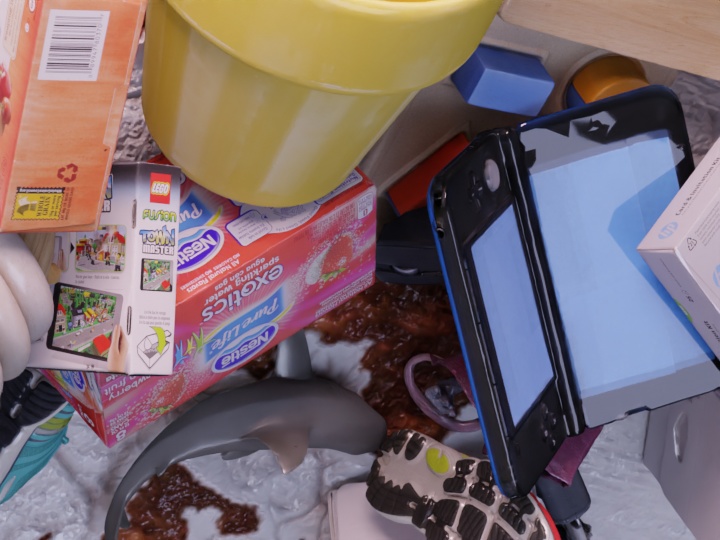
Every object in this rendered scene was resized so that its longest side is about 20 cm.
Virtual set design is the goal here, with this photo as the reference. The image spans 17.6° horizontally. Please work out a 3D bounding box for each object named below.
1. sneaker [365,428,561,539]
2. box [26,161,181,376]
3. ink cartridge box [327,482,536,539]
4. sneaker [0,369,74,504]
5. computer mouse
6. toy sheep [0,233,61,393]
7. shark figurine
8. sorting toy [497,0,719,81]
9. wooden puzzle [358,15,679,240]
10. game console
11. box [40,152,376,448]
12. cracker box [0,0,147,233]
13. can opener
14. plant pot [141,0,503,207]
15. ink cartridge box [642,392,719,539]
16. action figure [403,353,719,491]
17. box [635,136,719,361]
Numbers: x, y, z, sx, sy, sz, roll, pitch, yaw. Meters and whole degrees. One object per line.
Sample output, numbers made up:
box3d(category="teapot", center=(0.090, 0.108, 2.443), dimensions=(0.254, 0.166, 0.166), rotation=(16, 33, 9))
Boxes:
box3d(category="sneaker", center=(0.084, 0.156, 1.495), dimensions=(0.085, 0.200, 0.077), rotation=(21, 98, -33))
box3d(category="box", center=(-0.182, -0.002, 1.254), dimensions=(0.035, 0.199, 0.111), rotation=(5, 88, -52))
box3d(category="ink cartridge box", center=(0.057, 0.243, 1.633), dimensions=(0.144, 0.084, 0.201), rotation=(-5, 129, 0))
box3d(category="sneaker", center=(-0.204, 0.078, 1.421), dimensions=(0.200, 0.078, 0.080), rotation=(-49, 160, 8))
box3d(category="computer mouse", center=(0.000, 0.000, 1.447), dimensions=(0.199, 0.034, 0.059), rotation=(-14, 149, 3))
box3d(category="toy sheep", center=(-0.231, 0.022, 1.167), dimensions=(0.200, 0.137, 0.138), rotation=(-44, 136, -22))
box3d(category="shark figurine", center=(-0.078, 0.117, 1.493), dimensions=(0.213, 0.090, 0.129), rotation=(-22, 130, -13))
box3d(category="sorting toy", center=(0.189, -0.227, 1.374), dimensions=(0.199, 0.070, 0.200), rotation=(11, 119, -33))
box3d(category="wooden puzzle", center=(0.104, -0.086, 1.455), dimensions=(0.184, 0.046, 0.201), rotation=(9, 120, -32))
box3d(category="game console", center=(0.135, 0.011, 1.389), dimensions=(0.118, 0.171, 0.201), rotation=(-9, 105, 23))
box3d(category="box", center=(-0.096, -0.003, 1.340), dimensions=(0.199, 0.100, 0.096), rotation=(-32, 148, -23))
box3d(category="cracker box", center=(-0.176, -0.128, 1.175), dimensions=(0.057, 0.200, 0.135), rotation=(-1, 124, -27))
box3d(category="can opener", center=(0.125, 0.161, 1.650), dimensions=(0.067, 0.053, 0.201), rotation=(-30, 131, -4))
box3d(category="plant pot", center=(-0.034, -0.144, 1.256), dimensions=(0.199, 0.202, 0.189), rotation=(-3, 142, -25))
box3d(category="ink cartridge box", center=(0.323, 0.108, 1.648), dimensions=(0.199, 0.145, 0.148), rotation=(-13, 130, -17))
box3d(category="action figure", center=(0.149, 0.051, 1.528), dimensions=(0.200, 0.149, 0.134), rotation=(-44, 105, -14))
box3d(category="box", center=(0.276, 0.003, 1.452), dimensions=(0.200, 0.041, 0.156), rotation=(50, 65, -24))
